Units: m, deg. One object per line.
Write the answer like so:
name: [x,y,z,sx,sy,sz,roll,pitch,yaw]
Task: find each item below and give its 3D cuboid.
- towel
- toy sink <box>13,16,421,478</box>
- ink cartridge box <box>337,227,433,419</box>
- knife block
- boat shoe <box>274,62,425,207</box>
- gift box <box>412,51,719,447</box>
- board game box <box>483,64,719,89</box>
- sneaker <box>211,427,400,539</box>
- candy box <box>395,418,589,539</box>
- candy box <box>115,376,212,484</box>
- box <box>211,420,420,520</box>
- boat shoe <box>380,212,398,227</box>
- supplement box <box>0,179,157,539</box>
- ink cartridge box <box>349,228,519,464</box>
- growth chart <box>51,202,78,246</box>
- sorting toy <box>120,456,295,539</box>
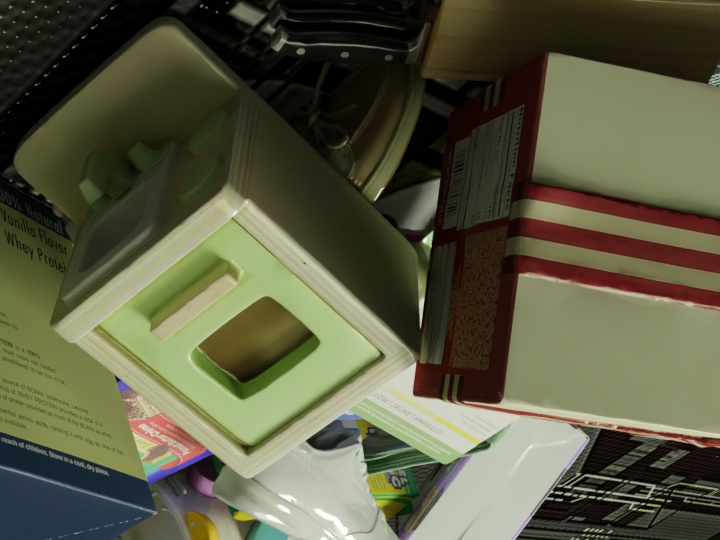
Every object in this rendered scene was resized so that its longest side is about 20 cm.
towel: [0.082,0.095,1.107,0.152,0.024,0.200,-17,-168,38]
toy sink: [-0.080,-0.008,0.761,0.130,0.112,0.200,-35,117,22]
ink cartridge box: [0.046,0.048,0.958,0.118,0.042,0.200,1,145,-21]
knife block: [0.062,-0.128,0.701,0.175,0.200,0.064,-43,164,-31]
boat shoe: [-0.039,-0.050,0.836,0.062,0.073,0.200,29,109,-29]
gift box: [0.139,-0.007,0.731,0.185,0.186,0.200,10,179,-10]
board game box: [0.171,-0.110,0.960,0.198,0.028,0.136,-18,152,-13]
sneaker: [-0.016,0.156,1.026,0.200,0.075,0.089,40,73,-48]
candy box: [0.104,0.176,1.211,0.168,0.071,0.200,-53,177,0]
candy box: [-0.190,0.097,0.989,0.199,0.077,0.169,-25,152,4]
box: [-0.032,0.135,1.132,0.048,0.118,0.199,-39,149,29]
boat shoe: [0.000,0.000,0.973,0.074,0.076,0.200,-36,150,17]
supplement box: [-0.236,0.051,0.742,0.134,0.201,0.200,-31,151,14]
ink cartridge box: [0.080,0.025,0.865,0.199,0.048,0.145,-36,135,22]
growth chart: [-0.100,0.037,0.888,0.018,0.145,0.200,-35,152,15]
sorting toy: [-0.094,0.186,1.134,0.179,0.200,0.107,-5,128,-41]
